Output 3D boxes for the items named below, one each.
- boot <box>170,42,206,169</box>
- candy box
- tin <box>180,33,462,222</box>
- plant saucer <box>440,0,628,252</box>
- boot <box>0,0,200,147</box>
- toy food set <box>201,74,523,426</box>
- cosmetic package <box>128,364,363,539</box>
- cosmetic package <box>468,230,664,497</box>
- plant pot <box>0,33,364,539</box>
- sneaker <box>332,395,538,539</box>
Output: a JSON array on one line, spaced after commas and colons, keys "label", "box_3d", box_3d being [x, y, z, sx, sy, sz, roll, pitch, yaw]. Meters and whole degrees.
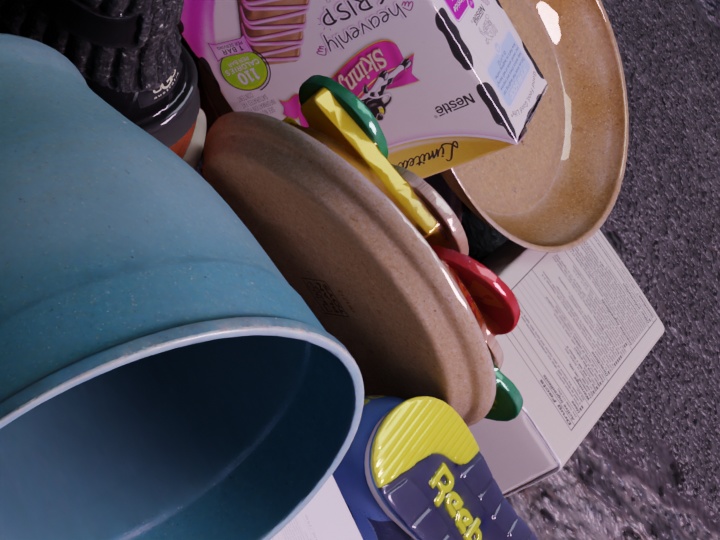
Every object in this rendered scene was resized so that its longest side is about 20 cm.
[{"label": "boot", "box_3d": [-0.123, -0.119, 0.950, 0.107, 0.075, 0.200, 48, 29, -41]}, {"label": "candy box", "box_3d": [-0.018, -0.134, 0.912, 0.200, 0.136, 0.061, 55, 37, -22]}, {"label": "tin", "box_3d": [-0.023, -0.074, 1.022, 0.200, 0.042, 0.112, 52, 51, -17]}, {"label": "plant saucer", "box_3d": [0.084, -0.107, 1.072, 0.200, 0.035, 0.200, 13, 72, -47]}, {"label": "boot", "box_3d": [-0.152, -0.150, 0.789, 0.211, 0.158, 0.079, 30, 66, 16]}, {"label": "toy food set", "box_3d": [0.000, 0.000, 0.902, 0.049, 0.198, 0.200, -41, 96, -21]}, {"label": "cosmetic package", "box_3d": [-0.082, 0.053, 0.847, 0.083, 0.051, 0.200, -10, 68, -46]}, {"label": "cosmetic package", "box_3d": [0.096, 0.045, 1.081, 0.105, 0.071, 0.200, 56, 33, -2]}, {"label": "plant pot", "box_3d": [-0.131, 0.019, 0.716, 0.200, 0.200, 0.188, 7, 42, -50]}, {"label": "sneaker", "box_3d": [0.033, 0.136, 0.919, 0.074, 0.082, 0.200, -46, 126, -34]}]
